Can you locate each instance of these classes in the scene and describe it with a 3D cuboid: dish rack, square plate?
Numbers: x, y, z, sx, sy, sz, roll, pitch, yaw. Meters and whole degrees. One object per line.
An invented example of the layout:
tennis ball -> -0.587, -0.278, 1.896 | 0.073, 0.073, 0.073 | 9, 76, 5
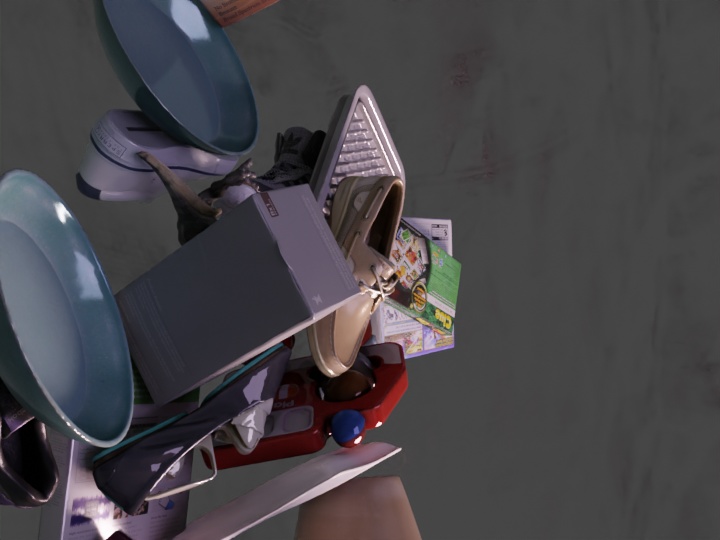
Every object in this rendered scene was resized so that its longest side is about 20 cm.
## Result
dish rack -> -0.010, -0.074, 0.864 | 0.173, 0.043, 0.203 | 59, 41, -48
square plate -> -0.074, 0.215, 0.772 | 0.029, 0.198, 0.198 | 63, 15, 14

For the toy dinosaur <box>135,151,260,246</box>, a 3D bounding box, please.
toy dinosaur -> -0.127, -0.052, 0.705 | 0.201, 0.086, 0.048 | 90, -18, -66

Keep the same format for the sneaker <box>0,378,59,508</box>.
sneaker -> -0.263, 0.076, 0.574 | 0.076, 0.086, 0.204 | -38, 123, -47

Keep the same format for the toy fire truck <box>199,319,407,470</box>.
toy fire truck -> -0.050, 0.126, 0.792 | 0.169, 0.195, 0.114 | -93, 174, -66

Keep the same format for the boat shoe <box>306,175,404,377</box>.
boat shoe -> 0.000, 0.000, 0.758 | 0.072, 0.064, 0.204 | 44, 51, -50

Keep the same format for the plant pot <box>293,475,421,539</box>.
plant pot -> -0.004, 0.331, 0.925 | 0.199, 0.197, 0.178 | 18, 61, -55

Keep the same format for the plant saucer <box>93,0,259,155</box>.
plant saucer -> -0.161, -0.182, 0.694 | 0.200, 0.035, 0.202 | 49, 26, -33

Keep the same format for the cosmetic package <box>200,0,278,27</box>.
cosmetic package -> -0.136, -0.328, 0.702 | 0.200, 0.102, 0.089 | 47, 33, -45

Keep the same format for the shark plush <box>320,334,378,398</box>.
shark plush -> -0.029, 0.047, 0.950 | 0.082, 0.091, 0.205 | -10, 108, -24

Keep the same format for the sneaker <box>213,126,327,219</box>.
sneaker -> -0.084, -0.097, 0.841 | 0.199, 0.074, 0.117 | 16, 78, -65

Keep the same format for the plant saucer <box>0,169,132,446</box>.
plant saucer -> -0.220, 0.031, 0.573 | 0.200, 0.035, 0.204 | -20, 91, -90

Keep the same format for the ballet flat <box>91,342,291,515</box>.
ballet flat -> -0.129, 0.139, 0.692 | 0.198, 0.073, 0.074 | -31, 120, -26

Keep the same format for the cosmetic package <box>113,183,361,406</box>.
cosmetic package -> -0.108, 0.022, 0.673 | 0.090, 0.198, 0.109 | -22, 85, -61

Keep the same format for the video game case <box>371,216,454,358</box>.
video game case -> 0.062, 0.022, 1.091 | 0.198, 0.045, 0.186 | -3, 91, -56

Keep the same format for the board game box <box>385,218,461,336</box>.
board game box -> 0.074, 0.008, 1.049 | 0.199, 0.023, 0.107 | 32, 61, -51

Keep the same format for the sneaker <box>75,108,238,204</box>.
sneaker -> -0.179, -0.098, 0.712 | 0.073, 0.071, 0.199 | 48, 18, 11

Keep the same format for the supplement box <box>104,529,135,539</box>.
supplement box -> -0.216, 0.330, 0.620 | 0.200, 0.102, 0.133 | -41, 135, -38

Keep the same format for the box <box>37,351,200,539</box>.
box -> -0.209, 0.172, 0.714 | 0.143, 0.036, 0.205 | 11, 85, -56
